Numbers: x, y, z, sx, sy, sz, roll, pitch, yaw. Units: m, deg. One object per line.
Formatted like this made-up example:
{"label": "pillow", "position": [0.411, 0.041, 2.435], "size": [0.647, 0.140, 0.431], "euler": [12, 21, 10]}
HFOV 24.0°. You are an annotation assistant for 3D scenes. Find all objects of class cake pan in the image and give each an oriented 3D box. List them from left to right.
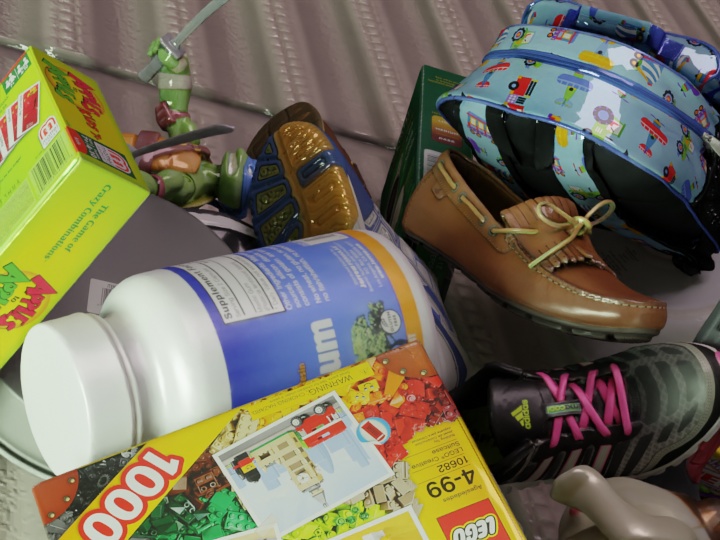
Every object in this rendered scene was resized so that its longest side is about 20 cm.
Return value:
{"label": "cake pan", "position": [-0.142, 0.030, 0.962], "size": [0.200, 0.037, 0.200], "euler": [13, 52, -18]}

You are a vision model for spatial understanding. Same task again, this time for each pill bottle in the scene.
{"label": "pill bottle", "position": [-0.069, 0.049, 0.885], "size": [0.200, 0.112, 0.112], "euler": [-13, 47, -33]}

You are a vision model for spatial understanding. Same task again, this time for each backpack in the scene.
{"label": "backpack", "position": [0.152, -0.101, 1.099], "size": [0.182, 0.135, 0.200], "euler": [21, -6, 32]}

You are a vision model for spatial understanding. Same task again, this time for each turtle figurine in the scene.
{"label": "turtle figurine", "position": [-0.160, -0.103, 1.087], "size": [0.194, 0.200, 0.144], "euler": [1, 66, 1]}

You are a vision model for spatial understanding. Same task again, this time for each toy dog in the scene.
{"label": "toy dog", "position": [0.150, 0.187, 0.905], "size": [0.194, 0.140, 0.200], "euler": [35, 29, -4]}

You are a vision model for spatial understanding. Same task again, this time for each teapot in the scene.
{"label": "teapot", "position": [0.233, 0.028, 1.215], "size": [0.197, 0.146, 0.200], "euler": [9, 46, 23]}

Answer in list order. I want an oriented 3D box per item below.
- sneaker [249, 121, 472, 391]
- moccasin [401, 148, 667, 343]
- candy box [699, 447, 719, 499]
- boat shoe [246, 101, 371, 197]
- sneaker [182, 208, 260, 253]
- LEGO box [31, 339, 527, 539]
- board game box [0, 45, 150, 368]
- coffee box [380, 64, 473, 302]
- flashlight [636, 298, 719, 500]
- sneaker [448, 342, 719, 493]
{"label": "sneaker", "position": [0.000, 0.000, 1.053], "size": [0.088, 0.075, 0.200], "euler": [2, 59, -56]}
{"label": "moccasin", "position": [0.107, -0.017, 1.010], "size": [0.074, 0.078, 0.201], "euler": [12, 17, -37]}
{"label": "candy box", "position": [0.226, 0.126, 1.099], "size": [0.200, 0.102, 0.026], "euler": [27, 67, 3]}
{"label": "boat shoe", "position": [-0.032, -0.056, 1.224], "size": [0.068, 0.072, 0.200], "euler": [48, 8, -32]}
{"label": "sneaker", "position": [-0.064, 0.021, 1.064], "size": [0.200, 0.072, 0.083], "euler": [13, 34, -21]}
{"label": "LEGO box", "position": [-0.033, 0.141, 0.791], "size": [0.200, 0.077, 0.149], "euler": [-21, 53, -11]}
{"label": "board game box", "position": [-0.200, -0.006, 0.873], "size": [0.048, 0.200, 0.102], "euler": [28, 22, -42]}
{"label": "coffee box", "position": [0.046, -0.050, 1.204], "size": [0.044, 0.123, 0.200], "euler": [13, 30, -5]}
{"label": "flashlight", "position": [0.207, 0.102, 1.012], "size": [0.068, 0.200, 0.068], "euler": [-11, 47, -47]}
{"label": "sneaker", "position": [0.113, 0.085, 0.970], "size": [0.087, 0.200, 0.074], "euler": [22, 57, -56]}
